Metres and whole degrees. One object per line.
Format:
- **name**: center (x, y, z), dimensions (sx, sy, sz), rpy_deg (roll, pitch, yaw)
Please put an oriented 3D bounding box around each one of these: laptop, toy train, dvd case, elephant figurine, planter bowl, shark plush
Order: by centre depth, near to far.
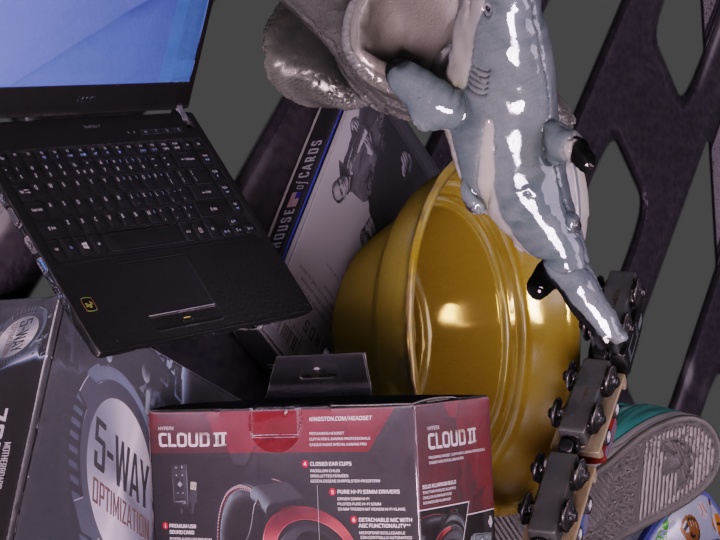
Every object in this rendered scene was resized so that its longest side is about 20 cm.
- **laptop**: center (-0.091, -0.077, 1.000), dimensions (0.177, 0.103, 0.200), rpy_deg (-10, 64, -57)
- **shark plush**: center (0.084, -0.055, 1.072), dimensions (0.091, 0.083, 0.200), rpy_deg (-7, 82, -39)
- **elephant figurine**: center (0.014, -0.139, 1.147), dimensions (0.142, 0.155, 0.200), rpy_deg (-43, 116, -78)
- **planter bowl**: center (0.042, 0.035, 1.168), dimensions (0.200, 0.083, 0.201), rpy_deg (10, 79, -57)
- **toy train**: center (0.126, 0.083, 1.177), dimensions (0.046, 0.034, 0.200), rpy_deg (73, 31, -44)
- **dvd case**: center (0.000, 0.000, 1.220), dimensions (0.150, 0.025, 0.200), rpy_deg (55, 44, -40)

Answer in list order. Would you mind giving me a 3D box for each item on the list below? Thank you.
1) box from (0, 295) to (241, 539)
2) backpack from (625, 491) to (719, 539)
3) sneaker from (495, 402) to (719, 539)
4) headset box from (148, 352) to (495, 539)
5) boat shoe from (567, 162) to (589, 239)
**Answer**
- **box**: center (-0.113, 0.121, 1.004), dimensions (0.200, 0.044, 0.160), rpy_deg (37, 56, -50)
- **backpack**: center (0.200, 0.242, 1.403), dimensions (0.191, 0.154, 0.200), rpy_deg (59, 42, -24)
- **sneaker**: center (0.116, 0.136, 1.339), dimensions (0.200, 0.121, 0.084), rpy_deg (-21, 100, -16)
- **headset box**: center (-0.016, 0.138, 0.975), dimensions (0.075, 0.149, 0.200), rpy_deg (0, 86, -59)
- **boat shoe**: center (0.100, -0.006, 1.333), dimensions (0.072, 0.070, 0.201), rpy_deg (23, 70, -66)
